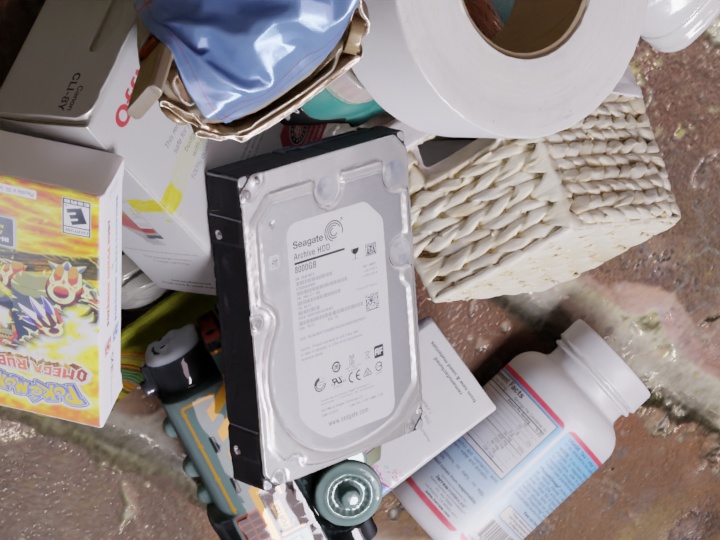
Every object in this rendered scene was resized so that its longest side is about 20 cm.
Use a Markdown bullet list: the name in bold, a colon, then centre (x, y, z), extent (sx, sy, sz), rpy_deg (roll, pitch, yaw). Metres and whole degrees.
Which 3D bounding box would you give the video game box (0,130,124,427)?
- **video game box**: centre (-0.239, -0.005, 1.358), extent (0.199, 0.047, 0.183), rpy_deg (12, 133, 8)

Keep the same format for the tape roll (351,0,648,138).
- **tape roll**: centre (0.077, -0.179, 1.374), extent (0.202, 0.071, 0.204), rpy_deg (-4, 96, -36)

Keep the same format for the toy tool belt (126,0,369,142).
- **toy tool belt**: centre (-0.044, -0.157, 1.242), extent (0.200, 0.123, 0.125), rpy_deg (-42, 95, 13)

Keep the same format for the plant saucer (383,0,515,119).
- **plant saucer**: centre (0.089, -0.175, 1.572), extent (0.200, 0.039, 0.202), rpy_deg (-20, 133, -23)

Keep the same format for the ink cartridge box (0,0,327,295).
- **ink cartridge box**: centre (-0.116, -0.096, 1.404), extent (0.200, 0.083, 0.146), rpy_deg (49, 56, -48)

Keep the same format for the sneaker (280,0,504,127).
- **sneaker**: centre (0.015, -0.138, 1.460), extent (0.080, 0.072, 0.200), rpy_deg (-28, 177, 38)

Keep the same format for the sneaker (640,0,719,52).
- **sneaker**: centre (0.250, -0.249, 1.617), extent (0.088, 0.075, 0.200), rpy_deg (31, 103, -35)

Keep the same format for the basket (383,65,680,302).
- **basket**: centre (0.114, -0.060, 1.550), extent (0.135, 0.124, 0.200), rpy_deg (-29, 169, 29)

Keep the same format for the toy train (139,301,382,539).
- **toy train**: centre (-0.064, 0.111, 1.516), extent (0.114, 0.085, 0.201), rpy_deg (-27, 110, -3)

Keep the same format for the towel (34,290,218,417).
- **towel**: centre (-0.127, 0.041, 1.532), extent (0.200, 0.018, 0.086), rpy_deg (-36, 163, 20)

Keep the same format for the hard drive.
- **hard drive**: centre (-0.025, 0.021, 1.428), extent (0.139, 0.038, 0.201), rpy_deg (-17, 111, -40)

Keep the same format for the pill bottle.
- **pill bottle**: centre (0.126, 0.135, 1.795), extent (0.200, 0.109, 0.109), rpy_deg (-43, 138, -1)

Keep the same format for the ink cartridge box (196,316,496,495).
- **ink cartridge box**: centre (-0.013, 0.128, 1.651), extent (0.200, 0.085, 0.145), rpy_deg (-36, 179, -7)

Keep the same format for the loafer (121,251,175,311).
- **loafer**: centre (-0.095, -0.026, 1.542), extent (0.199, 0.070, 0.070), rpy_deg (-21, 170, -29)
